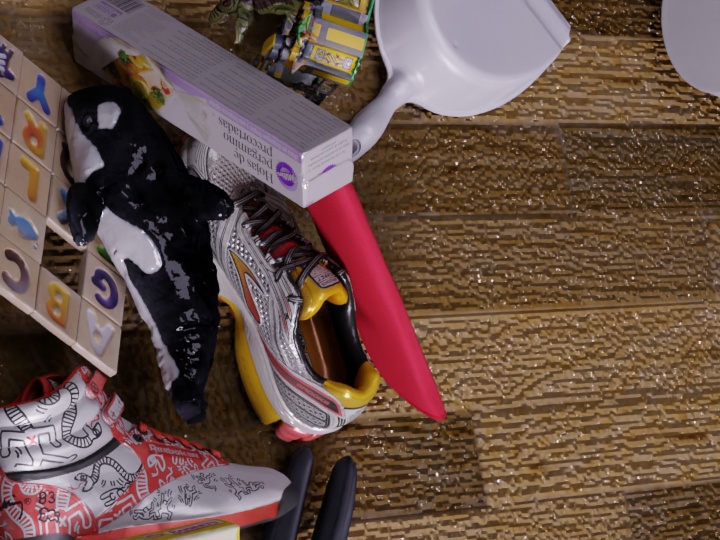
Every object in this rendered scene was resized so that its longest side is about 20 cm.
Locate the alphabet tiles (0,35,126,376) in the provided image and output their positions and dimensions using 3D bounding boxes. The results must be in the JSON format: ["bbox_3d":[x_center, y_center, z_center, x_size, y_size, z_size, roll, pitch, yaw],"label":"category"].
[{"bbox_3d":[-0.194,-0.058,1.482,0.200,0.008,0.168,41,37,-37],"label":"alphabet tiles"}]

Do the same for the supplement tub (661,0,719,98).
[{"bbox_3d":[0.325,-0.175,1.917,0.199,0.145,0.146,4,74,-39],"label":"supplement tub"}]

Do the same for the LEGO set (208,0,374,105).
[{"bbox_3d":[-0.059,-0.168,1.580,0.115,0.200,0.155,17,85,-10],"label":"LEGO set"}]

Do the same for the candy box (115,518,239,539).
[{"bbox_3d":[-0.109,0.241,1.466,0.102,0.026,0.201,-7,101,-39],"label":"candy box"}]

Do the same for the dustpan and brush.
[{"bbox_3d":[0.044,-0.138,1.739,0.140,0.057,0.200,49,45,-16],"label":"dustpan and brush"}]

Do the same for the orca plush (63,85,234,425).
[{"bbox_3d":[-0.105,-0.020,1.513,0.105,0.071,0.201,23,47,-51],"label":"orca plush"}]

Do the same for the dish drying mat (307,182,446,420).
[{"bbox_3d":[0.000,0.000,1.595,0.018,0.077,0.201,-32,127,-14],"label":"dish drying mat"}]

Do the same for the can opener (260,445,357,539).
[{"bbox_3d":[-0.042,0.190,1.563,0.063,0.079,0.201,13,60,-9],"label":"can opener"}]

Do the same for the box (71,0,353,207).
[{"bbox_3d":[-0.086,-0.100,1.529,0.041,0.200,0.039,-32,139,-34],"label":"box"}]

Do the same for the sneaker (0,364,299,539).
[{"bbox_3d":[-0.123,0.102,1.509,0.201,0.067,0.109,-10,86,-39],"label":"sneaker"}]

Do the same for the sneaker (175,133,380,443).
[{"bbox_3d":[-0.044,-0.001,1.596,0.078,0.082,0.201,-29,96,-41],"label":"sneaker"}]
